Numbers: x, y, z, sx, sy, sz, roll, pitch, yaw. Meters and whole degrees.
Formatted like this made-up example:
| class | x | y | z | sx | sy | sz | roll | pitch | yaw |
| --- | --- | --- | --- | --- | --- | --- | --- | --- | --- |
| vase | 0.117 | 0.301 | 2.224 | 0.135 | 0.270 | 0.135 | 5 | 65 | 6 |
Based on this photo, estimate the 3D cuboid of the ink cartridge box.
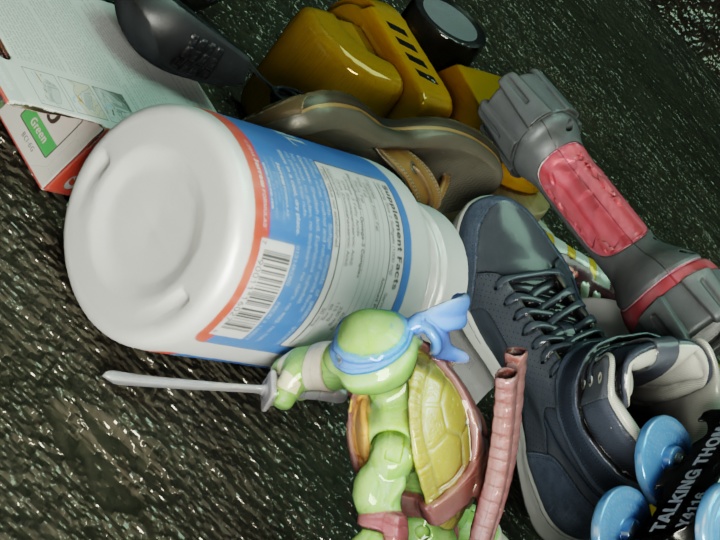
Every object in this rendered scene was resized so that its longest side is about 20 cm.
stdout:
| class | x | y | z | sx | sy | sz | roll | pitch | yaw |
| --- | --- | --- | --- | --- | --- | --- | --- | --- | --- |
| ink cartridge box | -0.146 | -0.090 | 0.963 | 0.109 | 0.050 | 0.200 | 57 | 21 | 22 |

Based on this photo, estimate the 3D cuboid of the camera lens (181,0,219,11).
| class | x | y | z | sx | sy | sz | roll | pitch | yaw |
| --- | --- | --- | --- | --- | --- | --- | --- | --- | --- |
| camera lens | -0.118 | -0.275 | 1.213 | 0.200 | 0.160 | 0.160 | 51 | 19 | 6 |

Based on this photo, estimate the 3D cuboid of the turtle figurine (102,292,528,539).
| class | x | y | z | sx | sy | sz | roll | pitch | yaw |
| --- | --- | --- | --- | --- | --- | --- | --- | --- | --- |
| turtle figurine | -0.010 | 0.108 | 0.849 | 0.144 | 0.200 | 0.194 | 37 | -18 | 52 |

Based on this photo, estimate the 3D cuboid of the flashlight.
| class | x | y | z | sx | sy | sz | roll | pitch | yaw |
| --- | --- | --- | --- | --- | --- | --- | --- | --- | --- |
| flashlight | 0.138 | -0.031 | 1.091 | 0.068 | 0.068 | 0.200 | -5 | 52 | -47 |

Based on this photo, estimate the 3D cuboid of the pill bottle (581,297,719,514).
| class | x | y | z | sx | sy | sz | roll | pitch | yaw |
| --- | --- | --- | --- | --- | --- | --- | --- | --- | --- |
| pill bottle | 0.172 | 0.091 | 1.185 | 0.200 | 0.114 | 0.115 | 35 | 22 | -56 |

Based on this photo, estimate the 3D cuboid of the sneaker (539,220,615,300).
| class | x | y | z | sx | sy | sz | roll | pitch | yaw |
| --- | --- | --- | --- | --- | --- | --- | --- | --- | --- |
| sneaker | 0.132 | 0.016 | 1.310 | 0.200 | 0.075 | 0.090 | 32 | 15 | 25 |

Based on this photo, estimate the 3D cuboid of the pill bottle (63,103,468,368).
| class | x | y | z | sx | sy | sz | roll | pitch | yaw |
| --- | --- | --- | --- | --- | --- | --- | --- | --- | --- |
| pill bottle | -0.036 | -0.008 | 0.931 | 0.200 | 0.112 | 0.113 | 13 | 39 | -54 |

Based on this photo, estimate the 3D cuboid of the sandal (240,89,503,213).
| class | x | y | z | sx | sy | sz | roll | pitch | yaw |
| --- | --- | --- | --- | --- | --- | --- | --- | --- | --- |
| sandal | 0.010 | -0.050 | 1.045 | 0.200 | 0.081 | 0.055 | 16 | 54 | -58 |

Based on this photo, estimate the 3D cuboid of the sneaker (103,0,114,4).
| class | x | y | z | sx | sy | sz | roll | pitch | yaw |
| --- | --- | --- | --- | --- | --- | --- | --- | --- | --- |
| sneaker | -0.140 | -0.176 | 1.078 | 0.200 | 0.091 | 0.078 | 34 | 25 | -38 |

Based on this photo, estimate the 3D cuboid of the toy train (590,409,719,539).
| class | x | y | z | sx | sy | sz | roll | pitch | yaw |
| --- | --- | --- | --- | --- | --- | --- | --- | --- | --- |
| toy train | 0.157 | 0.147 | 0.889 | 0.200 | 0.086 | 0.115 | -49 | 117 | -39 |

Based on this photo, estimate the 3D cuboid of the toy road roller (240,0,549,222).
| class | x | y | z | sx | sy | sz | roll | pitch | yaw |
| --- | --- | --- | --- | --- | --- | --- | --- | --- | --- |
| toy road roller | 0.015 | -0.086 | 1.219 | 0.145 | 0.123 | 0.201 | 9 | 41 | -41 |

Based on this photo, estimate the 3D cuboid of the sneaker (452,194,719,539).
| class | x | y | z | sx | sy | sz | roll | pitch | yaw |
| --- | --- | --- | --- | --- | --- | --- | --- | --- | --- |
| sneaker | 0.117 | 0.032 | 1.017 | 0.077 | 0.146 | 0.203 | -12 | 73 | -23 |

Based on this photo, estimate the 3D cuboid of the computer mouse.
| class | x | y | z | sx | sy | sz | roll | pitch | yaw |
| --- | --- | --- | --- | --- | --- | --- | --- | --- | --- |
| computer mouse | -0.070 | -0.104 | 1.045 | 0.059 | 0.034 | 0.200 | 41 | 6 | 36 |

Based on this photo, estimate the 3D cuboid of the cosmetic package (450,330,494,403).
| class | x | y | z | sx | sy | sz | roll | pitch | yaw |
| --- | --- | --- | --- | --- | --- | --- | --- | --- | --- |
| cosmetic package | 0.000 | 0.000 | 1.111 | 0.200 | 0.052 | 0.151 | 50 | 18 | 3 |
